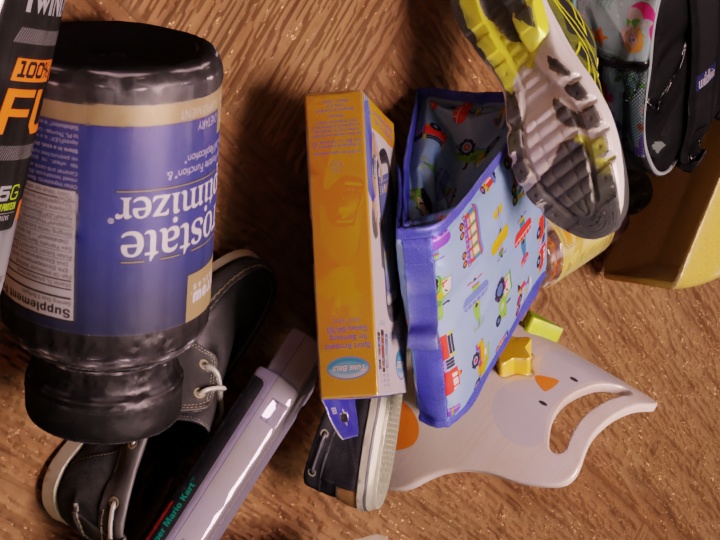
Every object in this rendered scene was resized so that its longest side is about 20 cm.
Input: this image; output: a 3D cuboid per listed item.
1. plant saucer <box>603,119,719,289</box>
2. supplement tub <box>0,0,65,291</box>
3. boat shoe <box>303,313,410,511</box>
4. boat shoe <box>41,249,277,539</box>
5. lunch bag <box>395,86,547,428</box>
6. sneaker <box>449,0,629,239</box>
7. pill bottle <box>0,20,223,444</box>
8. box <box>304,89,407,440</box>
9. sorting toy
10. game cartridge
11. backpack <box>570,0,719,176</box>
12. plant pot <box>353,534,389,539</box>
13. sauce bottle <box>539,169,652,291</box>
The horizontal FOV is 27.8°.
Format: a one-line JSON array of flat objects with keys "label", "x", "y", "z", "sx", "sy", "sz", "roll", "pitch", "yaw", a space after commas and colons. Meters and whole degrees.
[{"label": "plant saucer", "x": 0.283, "y": -0.074, "z": 1.198, "sx": 0.200, "sy": 0.048, "sz": 0.202, "roll": -160, "pitch": -87, "yaw": -83}, {"label": "supplement tub", "x": -0.196, "y": -0.088, "z": 0.625, "sx": 0.122, "sy": 0.122, "sz": 0.202, "roll": 1, "pitch": 107, "yaw": -52}, {"label": "boat shoe", "x": 0.000, "y": 0.061, "z": 0.999, "sx": 0.075, "sy": 0.061, "sz": 0.203, "roll": 36, "pitch": 63, "yaw": -74}, {"label": "boat shoe", "x": -0.105, "y": 0.078, "z": 0.875, "sx": 0.201, "sy": 0.067, "sz": 0.072, "roll": -55, "pitch": 140, "yaw": -19}, {"label": "lunch bag", "x": 0.065, "y": -0.007, "z": 0.957, "sx": 0.201, "sy": 0.093, "sz": 0.152, "roll": -67, "pitch": 156, "yaw": -53}, {"label": "sneaker", "x": 0.131, "y": -0.119, "z": 0.931, "sx": 0.084, "sy": 0.074, "sz": 0.202, "roll": -10, "pitch": 77, "yaw": -50}, {"label": "pill bottle", "x": -0.130, "y": -0.019, "z": 0.753, "sx": 0.111, "sy": 0.111, "sz": 0.202, "roll": -19, "pitch": 122, "yaw": -45}, {"label": "box", "x": 0.000, "y": 0.000, "z": 0.890, "sx": 0.119, "sy": 0.041, "sz": 0.203, "roll": 18, "pitch": 67, "yaw": -79}, {"label": "sorting toy", "x": 0.112, "y": 0.091, "z": 1.058, "sx": 0.199, "sy": 0.179, "sz": 0.108, "roll": -31, "pitch": 131, "yaw": -40}, {"label": "game cartridge", "x": -0.089, "y": 0.135, "z": 0.896, "sx": 0.201, "sy": 0.038, "sz": 0.130, "roll": -57, "pitch": 172, "yaw": -18}, {"label": "backpack", "x": 0.206, "y": -0.196, "z": 1.054, "sx": 0.178, "sy": 0.149, "sz": 0.202, "roll": -45, "pitch": 147, "yaw": -37}, {"label": "plant pot", "x": -0.049, "y": 0.318, "z": 0.950, "sx": 0.199, "sy": 0.201, "sz": 0.177, "roll": -3, "pitch": 146, "yaw": -51}, {"label": "sauce bottle", "x": 0.173, "y": -0.041, "z": 1.166, "sx": 0.199, "sy": 0.065, "sz": 0.067, "roll": -31, "pitch": 131, "yaw": -50}]
